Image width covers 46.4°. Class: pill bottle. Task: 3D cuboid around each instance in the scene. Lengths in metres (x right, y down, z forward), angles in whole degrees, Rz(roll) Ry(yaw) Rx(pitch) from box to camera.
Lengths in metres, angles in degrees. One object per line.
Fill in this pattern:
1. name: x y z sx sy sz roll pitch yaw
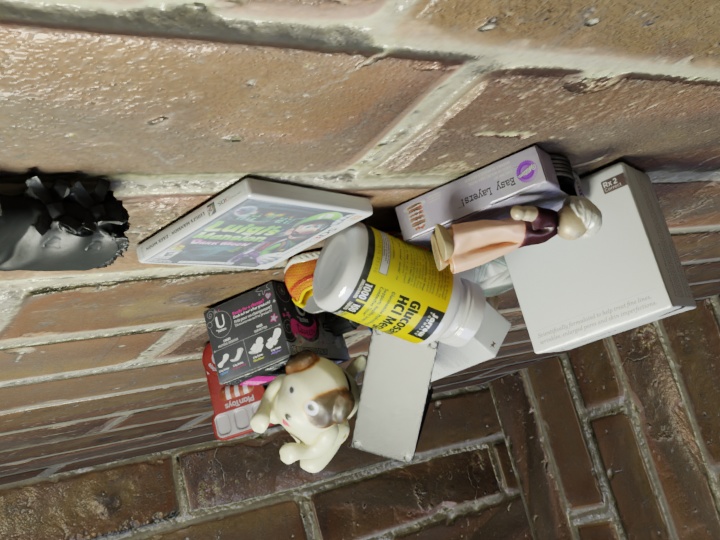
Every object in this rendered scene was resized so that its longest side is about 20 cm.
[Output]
1. pill bottle: 0.050 0.024 1.029 0.198 0.114 0.112 21 150 -23

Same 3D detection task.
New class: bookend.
1. bookend: 0.065 0.133 1.216 0.091 0.201 0.200 13 -157 8

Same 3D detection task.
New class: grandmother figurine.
1. grandmother figurine: 0.184 -0.043 0.976 0.198 0.061 0.121 -12 174 -6

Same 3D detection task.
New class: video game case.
1. video game case: -0.112 -0.044 0.923 0.181 0.024 0.199 -26 163 34

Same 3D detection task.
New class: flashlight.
1. flashlight: 0.038 0.043 1.254 0.199 0.068 0.068 -25 -165 22

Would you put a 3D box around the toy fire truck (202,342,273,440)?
1. toy fire truck: -0.175 0.193 1.465 0.198 0.170 0.112 -18 166 10

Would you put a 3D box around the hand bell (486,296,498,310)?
1. hand bell: 0.187 0.016 1.341 0.103 0.105 0.200 -14 161 -7

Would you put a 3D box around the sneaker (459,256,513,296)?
1. sneaker: 0.148 0.002 1.185 0.199 0.081 0.070 -11 166 -40

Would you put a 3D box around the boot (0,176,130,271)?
1. boot: -0.307 -0.019 0.724 0.197 0.074 0.162 -27 165 37

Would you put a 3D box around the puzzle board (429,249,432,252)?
1. puzzle board: 0.116 -0.022 1.266 0.198 0.018 0.151 -20 166 15

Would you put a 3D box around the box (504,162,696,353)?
1. box: 0.315 -0.011 1.140 0.198 0.202 0.130 -24 164 32

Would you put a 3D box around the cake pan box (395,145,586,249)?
1. cake pan box: 0.169 -0.079 1.037 0.198 0.053 0.184 -23 166 27

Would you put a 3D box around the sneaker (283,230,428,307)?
1. sneaker: 0.000 0.000 1.106 0.198 0.078 0.073 -18 164 3

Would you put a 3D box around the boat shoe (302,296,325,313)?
1. boat shoe: 0.009 0.021 1.203 0.198 0.073 0.066 -20 170 10

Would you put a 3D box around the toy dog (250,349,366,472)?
1. toy dog: -0.059 0.189 1.188 0.193 0.140 0.200 -32 165 -8

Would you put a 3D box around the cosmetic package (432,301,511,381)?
1. cosmetic package: 0.143 0.107 1.381 0.072 0.101 0.200 -55 -169 -31

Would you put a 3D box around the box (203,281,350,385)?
1. box: -0.122 0.099 1.273 0.131 0.116 0.200 -23 164 20

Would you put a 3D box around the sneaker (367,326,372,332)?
1. sneaker: 0.041 0.072 1.372 0.111 0.077 0.199 -22 177 -37
